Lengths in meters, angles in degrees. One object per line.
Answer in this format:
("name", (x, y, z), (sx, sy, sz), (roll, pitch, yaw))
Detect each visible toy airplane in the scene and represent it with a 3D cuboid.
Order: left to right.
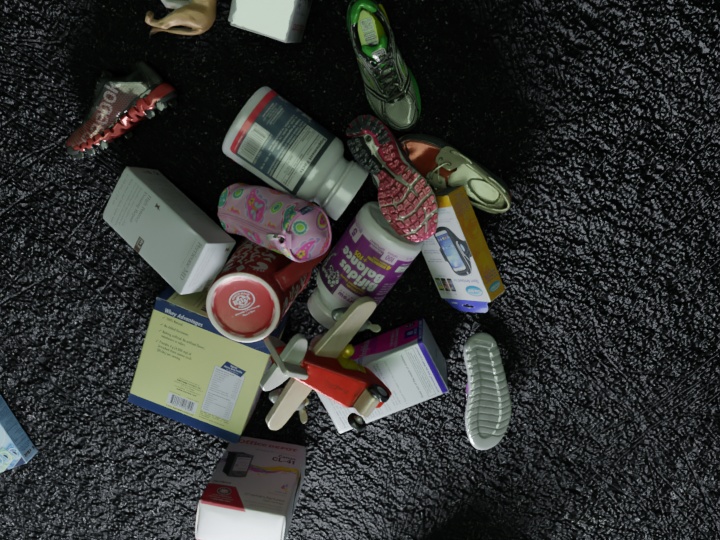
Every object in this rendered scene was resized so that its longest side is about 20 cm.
("toy airplane", (-0.061, 0.141, 0.955), (0.199, 0.141, 0.200), (-13, 120, -6))

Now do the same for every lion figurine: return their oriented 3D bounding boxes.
("lion figurine", (-0.228, -0.413, 0.918), (0.122, 0.073, 0.200), (18, 124, -14))

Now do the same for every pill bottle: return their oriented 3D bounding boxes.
("pill bottle", (-0.093, -0.168, 0.955), (0.200, 0.120, 0.120), (35, 109, -7))
("pill bottle", (0.000, 0.000, 1.002), (0.112, 0.112, 0.200), (33, 117, -6))

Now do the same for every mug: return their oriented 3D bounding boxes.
("mug", (-0.145, 0.003, 0.975), (0.133, 0.200, 0.178), (33, 109, -5))

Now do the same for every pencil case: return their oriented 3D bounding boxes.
("pencil case", (-0.130, -0.073, 0.931), (0.200, 0.087, 0.088), (23, 118, 44))

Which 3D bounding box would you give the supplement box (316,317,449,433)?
("supplement box", (0.036, 0.175, 1.070), (0.199, 0.101, 0.104), (-25, 104, 13))

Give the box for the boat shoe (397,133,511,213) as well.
("boat shoe", (0.140, -0.146, 0.970), (0.199, 0.063, 0.071), (29, 111, -3))

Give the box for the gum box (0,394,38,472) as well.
("gum box", (-0.745, 0.301, 1.218), (0.169, 0.045, 0.201), (-22, 105, 12))

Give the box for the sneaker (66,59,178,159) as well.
("sneaker", (-0.381, -0.250, 0.980), (0.200, 0.071, 0.098), (-31, 104, 12))

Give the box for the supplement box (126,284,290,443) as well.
("supplement box", (-0.250, 0.141, 1.067), (0.199, 0.134, 0.201), (22, 110, -2))

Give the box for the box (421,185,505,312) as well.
("box", (0.145, -0.029, 0.984), (0.041, 0.119, 0.201), (-35, 108, -26))

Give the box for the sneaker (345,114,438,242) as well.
("sneaker", (0.056, -0.137, 0.932), (0.080, 0.075, 0.201), (-27, 91, 19))

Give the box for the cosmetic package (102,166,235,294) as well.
("cosmetic package", (-0.301, -0.064, 0.997), (0.200, 0.074, 0.102), (40, 110, 20))

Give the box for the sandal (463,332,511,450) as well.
("sandal", (0.213, 0.204, 1.094), (0.082, 0.050, 0.204), (-3, 96, -9))

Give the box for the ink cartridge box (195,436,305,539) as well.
("ink cartridge box", (-0.184, 0.383, 1.110), (0.147, 0.200, 0.086), (9, 109, 2))

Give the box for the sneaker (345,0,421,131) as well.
("sneaker", (0.027, -0.292, 0.919), (0.078, 0.085, 0.201), (-23, 106, 12))

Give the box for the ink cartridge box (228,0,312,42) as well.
("ink cartridge box", (-0.102, -0.416, 0.856), (0.087, 0.145, 0.201), (19, 109, -3))
